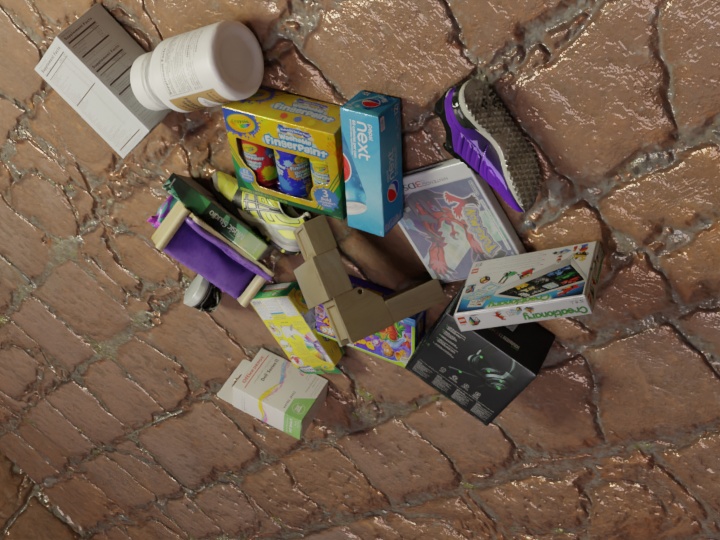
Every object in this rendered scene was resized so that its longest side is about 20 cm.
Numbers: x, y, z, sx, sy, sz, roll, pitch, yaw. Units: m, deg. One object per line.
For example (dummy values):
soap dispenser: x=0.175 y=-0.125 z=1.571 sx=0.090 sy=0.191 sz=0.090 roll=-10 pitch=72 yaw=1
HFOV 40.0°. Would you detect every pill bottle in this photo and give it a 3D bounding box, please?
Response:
pill bottle: x=-0.250 y=-0.299 z=1.487 sx=0.198 sy=0.115 sz=0.115 roll=-4 pitch=127 yaw=39

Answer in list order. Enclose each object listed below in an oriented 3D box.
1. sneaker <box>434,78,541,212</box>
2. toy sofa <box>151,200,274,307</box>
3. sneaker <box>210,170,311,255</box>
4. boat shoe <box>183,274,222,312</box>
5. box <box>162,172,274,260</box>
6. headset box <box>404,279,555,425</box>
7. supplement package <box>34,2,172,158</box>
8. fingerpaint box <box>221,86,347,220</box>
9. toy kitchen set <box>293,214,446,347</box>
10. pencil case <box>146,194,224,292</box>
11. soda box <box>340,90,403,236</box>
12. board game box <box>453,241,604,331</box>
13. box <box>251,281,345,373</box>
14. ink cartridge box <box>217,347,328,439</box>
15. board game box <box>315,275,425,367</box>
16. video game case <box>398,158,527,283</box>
sneaker: x=0.168 y=-0.166 z=1.355 sx=0.099 sy=0.070 sz=0.201 roll=-10 pitch=119 yaw=50
toy sofa: x=-0.246 y=-0.023 z=1.663 sx=0.199 sy=0.083 sz=0.098 roll=37 pitch=-178 yaw=-31
sneaker: x=-0.164 y=-0.112 z=1.665 sx=0.199 sy=0.075 sz=0.077 roll=36 pitch=110 yaw=6
boat shoe: x=-0.291 y=0.043 z=1.865 sx=0.063 sy=0.071 sz=0.200 roll=32 pitch=176 yaw=-9
box: x=-0.236 y=-0.091 z=1.684 sx=0.199 sy=0.037 sz=0.144 roll=36 pitch=-177 yaw=0
headset box: x=0.194 y=0.132 z=1.609 sx=0.173 sy=0.093 sz=0.201 roll=34 pitch=141 yaw=3
supplement package: x=-0.403 y=-0.305 z=1.598 sx=0.200 sy=0.110 sz=0.113 roll=46 pitch=141 yaw=-13
fingerpaint box: x=-0.103 y=-0.183 z=1.528 sx=0.198 sy=0.074 sz=0.168 roll=18 pitch=138 yaw=21
toy kitchen set: x=0.000 y=0.000 z=1.618 sx=0.202 sy=0.179 sz=0.163 roll=67 pitch=163 yaw=1
pencil case: x=-0.282 y=-0.051 z=1.782 sx=0.200 sy=0.093 sz=0.085 roll=42 pitch=141 yaw=-7
soda box: x=0.018 y=-0.155 z=1.452 sx=0.067 sy=0.064 sz=0.202 roll=18 pitch=130 yaw=27
board game box: x=0.241 y=0.023 z=1.411 sx=0.198 sy=0.127 sz=0.035 roll=-10 pitch=124 yaw=30
box: x=-0.111 y=0.113 z=1.855 sx=0.116 sy=0.048 sz=0.201 roll=-5 pitch=124 yaw=44
ink cartridge box: x=-0.177 y=0.236 z=1.973 sx=0.198 sy=0.117 sz=0.068 roll=23 pitch=140 yaw=14
board game box: x=0.016 y=0.085 z=1.734 sx=0.198 sy=0.045 sz=0.135 roll=19 pitch=139 yaw=21
video game case: x=0.139 y=-0.071 z=1.501 sx=0.181 sy=0.023 sz=0.201 roll=-11 pitch=122 yaw=43
